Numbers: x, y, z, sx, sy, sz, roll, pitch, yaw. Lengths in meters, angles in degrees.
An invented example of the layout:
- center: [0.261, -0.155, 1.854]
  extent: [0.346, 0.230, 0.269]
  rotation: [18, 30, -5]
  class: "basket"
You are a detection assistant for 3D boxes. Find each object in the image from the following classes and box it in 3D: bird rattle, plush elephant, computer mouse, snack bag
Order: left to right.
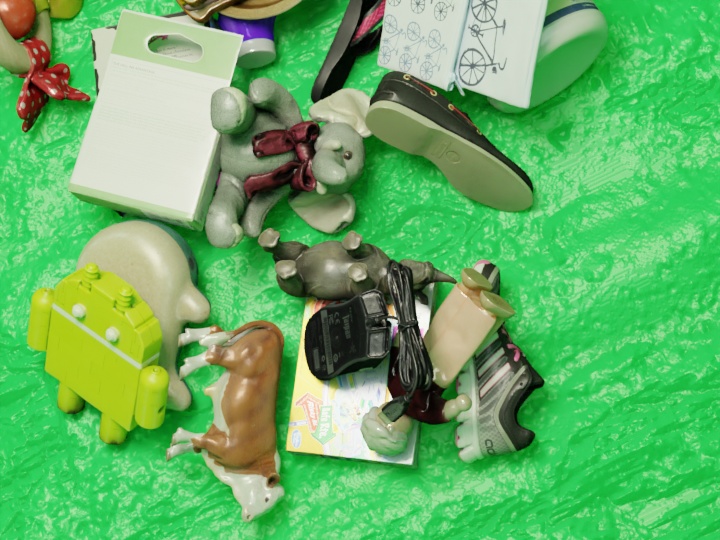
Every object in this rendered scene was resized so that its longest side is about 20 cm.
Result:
- center: [-0.372, -0.262, 1.796]
  extent: [0.111, 0.163, 0.203]
  rotation: [-8, 65, 27]
  class: "bird rattle"
- center: [-0.063, -0.113, 1.692]
  extent: [0.153, 0.200, 0.167]
  rotation: [7, 107, 7]
  class: "plush elephant"
- center: [0.015, 0.085, 1.610]
  extent: [0.046, 0.200, 0.142]
  rotation: [0, 70, -33]
  class: "computer mouse"
- center: [0.104, -0.266, 1.630]
  extent: [0.199, 0.021, 0.191]
  rotation: [25, 115, 36]
  class: "snack bag"

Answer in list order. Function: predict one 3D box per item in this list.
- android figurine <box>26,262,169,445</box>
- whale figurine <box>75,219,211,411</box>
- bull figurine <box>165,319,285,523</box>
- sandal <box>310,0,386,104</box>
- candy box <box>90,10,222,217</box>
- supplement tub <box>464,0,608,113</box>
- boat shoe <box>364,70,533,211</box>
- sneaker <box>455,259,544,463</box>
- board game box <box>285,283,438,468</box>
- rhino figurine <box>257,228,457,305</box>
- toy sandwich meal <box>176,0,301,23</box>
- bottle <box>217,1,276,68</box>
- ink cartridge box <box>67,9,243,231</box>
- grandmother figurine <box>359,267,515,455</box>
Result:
- center: [-0.262, 0.081, 1.680]
  extent: [0.181, 0.202, 0.041]
  rotation: [34, 42, 20]
  class: "android figurine"
- center: [-0.218, 0.046, 1.730]
  extent: [0.157, 0.104, 0.203]
  rotation: [-10, 98, 22]
  class: "whale figurine"
- center: [-0.129, 0.149, 1.668]
  extent: [0.120, 0.065, 0.203]
  rotation: [6, 86, -13]
  class: "bull figurine"
- center: [0.009, -0.260, 1.763]
  extent: [0.045, 0.075, 0.202]
  rotation: [24, 90, 18]
  class: "sandal"
- center: [-0.210, -0.169, 1.786]
  extent: [0.134, 0.061, 0.203]
  rotation: [-9, 76, 9]
  class: "candy box"
- center: [0.145, -0.280, 1.702]
  extent: [0.144, 0.145, 0.201]
  rotation: [-33, 73, 1]
  class: "supplement tub"
- center: [0.098, -0.131, 1.689]
  extent: [0.200, 0.074, 0.064]
  rotation: [32, 54, -14]
  class: "boat shoe"
- center: [0.141, 0.091, 1.655]
  extent: [0.086, 0.074, 0.203]
  rotation: [0, 82, 11]
  class: "sneaker"
- center: [0.003, 0.093, 1.698]
  extent: [0.133, 0.034, 0.203]
  rotation: [4, 78, 11]
  class: "board game box"
- center: [0.000, 0.000, 1.657]
  extent: [0.197, 0.088, 0.061]
  rotation: [5, 72, 12]
  class: "rhino figurine"
- center: [-0.122, -0.355, 1.726]
  extent: [0.202, 0.070, 0.208]
  rotation: [-1, 86, 16]
  class: "toy sandwich meal"
- center: [-0.132, -0.321, 1.804]
  extent: [0.082, 0.065, 0.203]
  rotation: [-11, 75, 0]
  class: "bottle"
- center: [-0.207, -0.156, 1.726]
  extent: [0.144, 0.048, 0.202]
  rotation: [14, 80, 14]
  class: "ink cartridge box"
- center: [0.069, 0.100, 1.614]
  extent: [0.201, 0.060, 0.122]
  rotation: [-53, 41, 16]
  class: "grandmother figurine"
